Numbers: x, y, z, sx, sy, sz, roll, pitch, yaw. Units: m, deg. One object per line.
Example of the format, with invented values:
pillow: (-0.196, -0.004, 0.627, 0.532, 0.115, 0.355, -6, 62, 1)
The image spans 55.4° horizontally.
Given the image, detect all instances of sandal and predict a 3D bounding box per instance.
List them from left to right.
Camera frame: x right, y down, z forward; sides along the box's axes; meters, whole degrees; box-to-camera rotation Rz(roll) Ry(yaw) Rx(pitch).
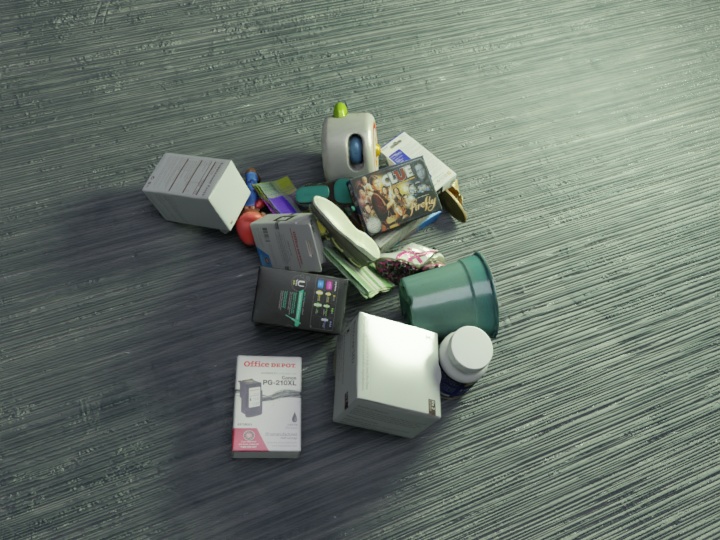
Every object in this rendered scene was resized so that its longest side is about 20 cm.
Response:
sandal: (0.219, -0.221, 1.774, 0.069, 0.078, 0.212, -40, 72, -18)

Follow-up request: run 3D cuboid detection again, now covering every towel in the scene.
towel: (-0.160, -0.148, 1.662, 0.201, 0.023, 0.143, 50, 33, 13)
towel: (0.000, 0.000, 1.585, 0.153, 0.199, 0.023, 46, 107, 12)

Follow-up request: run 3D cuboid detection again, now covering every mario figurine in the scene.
mario figurine: (-0.274, -0.142, 1.665, 0.122, 0.105, 0.203, -28, 54, 24)

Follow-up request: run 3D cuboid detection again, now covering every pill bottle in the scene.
pill bottle: (0.216, 0.202, 1.506, 0.113, 0.201, 0.118, 4, 64, -8)

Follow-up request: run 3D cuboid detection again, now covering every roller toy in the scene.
roller toy: (-0.017, -0.293, 1.697, 0.136, 0.201, 0.186, -2, 57, 6)

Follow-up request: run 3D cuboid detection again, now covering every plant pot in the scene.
plant pot: (0.196, 0.075, 1.577, 0.192, 0.201, 0.204, -10, 67, -6)

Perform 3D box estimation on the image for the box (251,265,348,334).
box: (-0.134, 0.069, 1.520, 0.195, 0.149, 0.127, 8, 85, -6)

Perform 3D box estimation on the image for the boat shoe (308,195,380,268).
boat shoe: (-0.044, -0.080, 1.509, 0.201, 0.060, 0.073, 42, 33, -22)

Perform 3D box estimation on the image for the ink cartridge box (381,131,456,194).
ink cartridge box: (0.143, -0.268, 1.746, 0.094, 0.037, 0.200, -37, 65, -18)

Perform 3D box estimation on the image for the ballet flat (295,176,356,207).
ballet flat: (-0.058, -0.183, 1.648, 0.196, 0.075, 0.076, 2, 62, 18)

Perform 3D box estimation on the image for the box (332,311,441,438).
box: (0.055, 0.223, 1.445, 0.196, 0.131, 0.202, 17, 52, -20)

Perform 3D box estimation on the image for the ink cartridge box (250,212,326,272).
ink cartridge box: (-0.149, -0.063, 1.541, 0.066, 0.197, 0.118, -32, 115, -43)

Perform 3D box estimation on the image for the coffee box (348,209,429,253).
coffee box: (0.072, -0.133, 1.654, 0.199, 0.080, 0.113, -38, 78, -22)

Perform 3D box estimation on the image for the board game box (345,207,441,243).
board game box: (0.082, -0.151, 1.734, 0.198, 0.045, 0.153, -30, 74, -21)

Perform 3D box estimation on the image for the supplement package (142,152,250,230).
supplement package: (-0.378, -0.183, 1.587, 0.196, 0.118, 0.119, 10, 60, 25)

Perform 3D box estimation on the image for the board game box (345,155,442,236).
board game box: (0.079, -0.172, 1.587, 0.197, 0.035, 0.138, -21, 91, -19)

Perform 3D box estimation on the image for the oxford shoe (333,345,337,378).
oxford shoe: (-0.012, 0.247, 1.529, 0.057, 0.075, 0.203, 22, 42, -48)

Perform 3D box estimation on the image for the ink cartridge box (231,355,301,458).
ink cartridge box: (-0.198, 0.289, 1.457, 0.141, 0.085, 0.204, 3, 65, -9)

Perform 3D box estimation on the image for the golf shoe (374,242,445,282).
golf shoe: (0.115, -0.023, 1.659, 0.196, 0.073, 0.093, 5, 49, -29)
